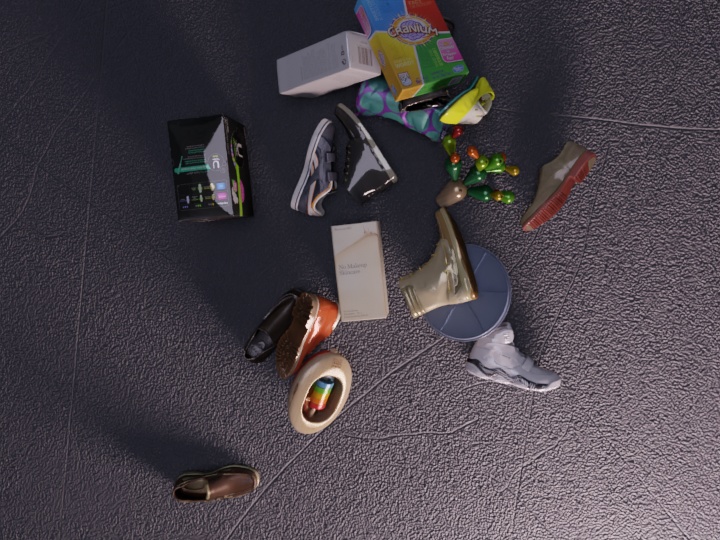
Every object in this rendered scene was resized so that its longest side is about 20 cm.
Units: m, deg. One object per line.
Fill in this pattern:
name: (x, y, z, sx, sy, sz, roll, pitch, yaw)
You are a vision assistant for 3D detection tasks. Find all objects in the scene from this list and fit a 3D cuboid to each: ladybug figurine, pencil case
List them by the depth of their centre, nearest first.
pencil case: (0.092, -0.331, 1.195, 0.197, 0.085, 0.093, 22, 126, 6)
ladybug figurine: (-0.092, 0.254, 1.262, 0.134, 0.072, 0.202, 18, 104, -31)

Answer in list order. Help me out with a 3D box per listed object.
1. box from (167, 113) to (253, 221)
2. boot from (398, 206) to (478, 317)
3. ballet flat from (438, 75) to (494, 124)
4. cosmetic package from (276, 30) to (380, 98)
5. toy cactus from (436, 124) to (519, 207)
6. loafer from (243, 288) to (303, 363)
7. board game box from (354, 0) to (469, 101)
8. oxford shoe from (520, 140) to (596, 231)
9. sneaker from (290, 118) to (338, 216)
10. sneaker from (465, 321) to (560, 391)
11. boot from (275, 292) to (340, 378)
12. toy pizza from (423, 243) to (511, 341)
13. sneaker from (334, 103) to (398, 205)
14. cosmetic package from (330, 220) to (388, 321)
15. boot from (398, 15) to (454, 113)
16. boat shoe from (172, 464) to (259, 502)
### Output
box: (-0.310, -0.207, 1.224, 0.122, 0.149, 0.204, -5, 95, 6)
boot: (0.145, -0.016, 1.210, 0.153, 0.073, 0.203, -20, 77, 22)
ballet flat: (0.216, -0.323, 1.137, 0.067, 0.200, 0.067, 45, 133, -4)
cosmetic package: (-0.065, -0.403, 1.157, 0.198, 0.101, 0.076, -2, 96, 39)
toy cactus: (0.219, -0.193, 1.187, 0.198, 0.103, 0.164, 31, 131, -27)
loafer: (-0.186, 0.129, 1.276, 0.073, 0.071, 0.201, 37, 98, 3)
board game box: (0.095, -0.431, 1.095, 0.151, 0.040, 0.203, -21, 81, -21)
oxford shoe: (0.388, -0.171, 1.193, 0.201, 0.070, 0.075, -50, 61, 10)
sneaker: (-0.079, -0.212, 1.232, 0.078, 0.078, 0.203, 23, 108, 9)
sneaker: (0.324, 0.176, 1.214, 0.196, 0.075, 0.117, 11, 99, 9)
boot: (-0.110, 0.147, 1.259, 0.075, 0.106, 0.202, 41, 111, 40)
toy pizza: (0.217, 0.046, 1.222, 0.197, 0.032, 0.204, -4, 81, 24)
sneaker: (-0.017, -0.242, 1.221, 0.106, 0.075, 0.201, -35, 91, 6)
cosmetic package: (0.000, 0.000, 1.242, 0.102, 0.073, 0.204, -7, 95, 8)
boot: (0.131, -0.399, 1.151, 0.197, 0.069, 0.176, -24, 74, -14)
boat shoe: (-0.330, 0.494, 1.324, 0.199, 0.075, 0.076, -11, 94, 8)
